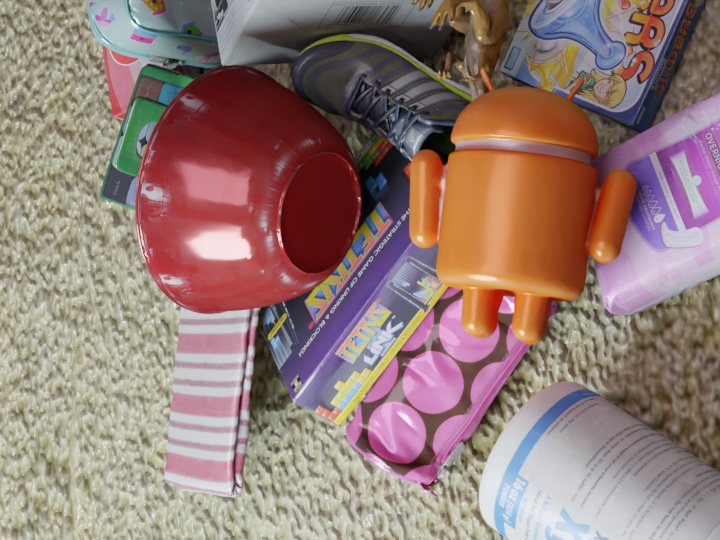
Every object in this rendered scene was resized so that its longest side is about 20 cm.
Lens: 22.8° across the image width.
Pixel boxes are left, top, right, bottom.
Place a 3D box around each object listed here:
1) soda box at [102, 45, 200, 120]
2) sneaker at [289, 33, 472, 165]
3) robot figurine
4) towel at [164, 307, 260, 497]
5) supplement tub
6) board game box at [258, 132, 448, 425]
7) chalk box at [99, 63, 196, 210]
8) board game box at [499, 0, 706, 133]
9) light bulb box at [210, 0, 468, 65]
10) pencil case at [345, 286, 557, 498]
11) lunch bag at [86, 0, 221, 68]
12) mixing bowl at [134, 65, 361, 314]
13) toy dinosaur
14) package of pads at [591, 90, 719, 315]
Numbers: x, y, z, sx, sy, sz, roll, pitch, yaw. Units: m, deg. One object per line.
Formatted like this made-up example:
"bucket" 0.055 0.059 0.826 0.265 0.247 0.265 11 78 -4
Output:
"soda box" -0.203 -0.240 1.676 0.069 0.063 0.202 -20 72 27
"sneaker" 0.037 -0.129 1.439 0.198 0.081 0.074 19 118 -2
"robot figurine" 0.119 -0.048 1.333 0.143 0.116 0.203 2 85 48
"towel" -0.124 0.093 1.552 0.146 0.030 0.203 -3 81 64
"supplement tub" 0.198 0.182 1.313 0.199 0.132 0.133 33 99 33
"board game box" 0.000 0.000 1.471 0.201 0.056 0.166 -53 29 13
"chalk box" -0.128 -0.093 1.522 0.123 0.199 0.126 20 92 32
"board game box" 0.210 -0.226 1.434 0.135 0.034 0.202 26 96 32
"light bulb box" -0.026 -0.288 1.480 0.125 0.196 0.202 135 127 -63
"pencil case" 0.078 0.078 1.433 0.094 0.090 0.201 39 101 39
"lunch bag" -0.169 -0.280 1.609 0.077 0.159 0.202 -21 70 47
"mixing bowl" -0.070 -0.053 1.405 0.108 0.199 0.202 15 89 39
"toy dinosaur" 0.100 -0.202 1.416 0.060 0.106 0.202 7 77 55
"package of pads" 0.259 -0.058 1.351 0.199 0.075 0.122 -27 71 25
